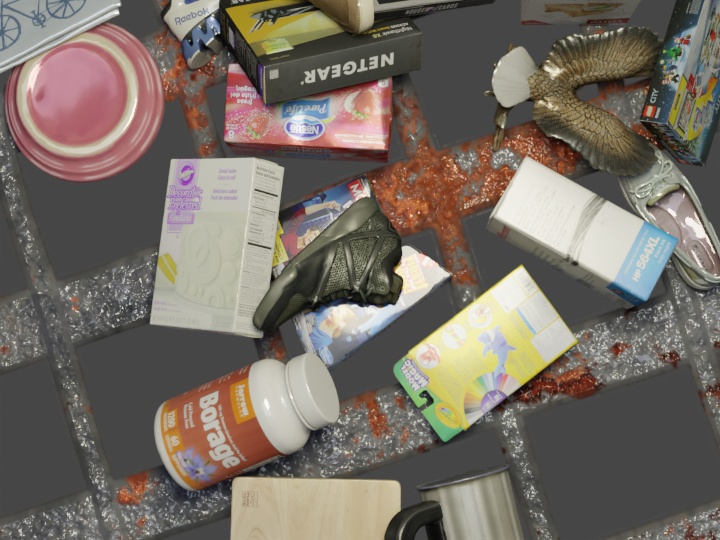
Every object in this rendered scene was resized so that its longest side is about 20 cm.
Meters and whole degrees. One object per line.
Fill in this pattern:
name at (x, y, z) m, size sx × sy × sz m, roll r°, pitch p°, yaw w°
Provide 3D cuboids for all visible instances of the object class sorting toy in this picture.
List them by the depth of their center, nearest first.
sorting toy at (-0.052, 0.344, 1.631) m, size 0.196 × 0.070 × 0.203 m, roll 1°, pitch 84°, yaw 2°

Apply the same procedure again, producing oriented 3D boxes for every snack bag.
snack bag at (-0.406, -0.353, 1.710) m, size 0.187 × 0.021 × 0.202 m, roll -27°, pitch 66°, yaw 1°

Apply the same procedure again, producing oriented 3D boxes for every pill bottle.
pill bottle at (-0.129, 0.170, 1.604) m, size 0.198 × 0.112 × 0.114 m, roll -24°, pitch 84°, yaw 17°

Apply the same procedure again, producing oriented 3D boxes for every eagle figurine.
eagle figurine at (0.255, -0.210, 1.635) m, size 0.198 × 0.153 × 0.152 m, roll 14°, pitch 53°, yaw 25°

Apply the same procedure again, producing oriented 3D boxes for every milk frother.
milk frother at (0.147, 0.322, 1.551) m, size 0.199 × 0.179 × 0.191 m, roll -19°, pitch 83°, yaw 43°

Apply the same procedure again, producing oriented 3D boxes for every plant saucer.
plant saucer at (-0.340, -0.210, 1.701) m, size 0.197 × 0.051 × 0.204 m, roll 0°, pitch 86°, yaw 2°

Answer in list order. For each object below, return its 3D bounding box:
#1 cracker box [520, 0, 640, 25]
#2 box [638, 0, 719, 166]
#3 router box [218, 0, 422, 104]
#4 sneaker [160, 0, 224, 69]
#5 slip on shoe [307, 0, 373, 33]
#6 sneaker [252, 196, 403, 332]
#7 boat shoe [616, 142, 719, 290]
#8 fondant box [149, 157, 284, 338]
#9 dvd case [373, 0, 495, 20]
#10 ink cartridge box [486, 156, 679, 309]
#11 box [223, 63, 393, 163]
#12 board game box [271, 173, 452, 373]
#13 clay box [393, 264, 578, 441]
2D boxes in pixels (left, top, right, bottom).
cracker box at (0.259, -0.335, 1.616) m, size 0.132 × 0.200 × 0.059 m, roll 0°, pitch 86°, yaw 2°
box at (0.394, -0.241, 1.632) m, size 0.037 × 0.136 × 0.203 m, roll 13°, pitch 81°, yaw 35°
router box at (-0.048, -0.275, 1.624) m, size 0.197 × 0.053 × 0.158 m, roll -15°, pitch 44°, yaw -19°
sneaker at (-0.170, -0.354, 1.693) m, size 0.199 × 0.081 × 0.115 m, roll -43°, pitch 87°, yaw 0°
slip on shoe at (-0.053, -0.329, 1.582) m, size 0.060 × 0.077 × 0.201 m, roll -20°, pitch 51°, yaw -23°
sneaker at (-0.027, 0.018, 1.587) m, size 0.199 × 0.076 × 0.114 m, roll -41°, pitch 82°, yaw -16°
boat shoe at (0.372, -0.071, 1.655) m, size 0.074 × 0.065 × 0.204 m, roll -28°, pitch 82°, yaw -1°
fondant box at (-0.170, -0.028, 1.639) m, size 0.143 × 0.058 × 0.203 m, roll 3°, pitch 83°, yaw 39°
dvd case at (0.053, -0.368, 1.645) m, size 0.198 × 0.025 × 0.152 m, roll -15°, pitch 68°, yaw -36°
ink cartridge box at (0.252, -0.042, 1.617) m, size 0.198 × 0.146 × 0.085 m, roll 30°, pitch 87°, yaw 4°
box at (-0.059, -0.186, 1.664) m, size 0.197 × 0.100 × 0.097 m, roll 3°, pitch 85°, yaw 2°
board game box at (0.000, 0.000, 1.665) m, size 0.198 × 0.062 × 0.202 m, roll -22°, pitch 84°, yaw -1°
clay box at (0.146, 0.100, 1.657) m, size 0.199 × 0.048 × 0.115 m, roll -37°, pitch 85°, yaw 0°
